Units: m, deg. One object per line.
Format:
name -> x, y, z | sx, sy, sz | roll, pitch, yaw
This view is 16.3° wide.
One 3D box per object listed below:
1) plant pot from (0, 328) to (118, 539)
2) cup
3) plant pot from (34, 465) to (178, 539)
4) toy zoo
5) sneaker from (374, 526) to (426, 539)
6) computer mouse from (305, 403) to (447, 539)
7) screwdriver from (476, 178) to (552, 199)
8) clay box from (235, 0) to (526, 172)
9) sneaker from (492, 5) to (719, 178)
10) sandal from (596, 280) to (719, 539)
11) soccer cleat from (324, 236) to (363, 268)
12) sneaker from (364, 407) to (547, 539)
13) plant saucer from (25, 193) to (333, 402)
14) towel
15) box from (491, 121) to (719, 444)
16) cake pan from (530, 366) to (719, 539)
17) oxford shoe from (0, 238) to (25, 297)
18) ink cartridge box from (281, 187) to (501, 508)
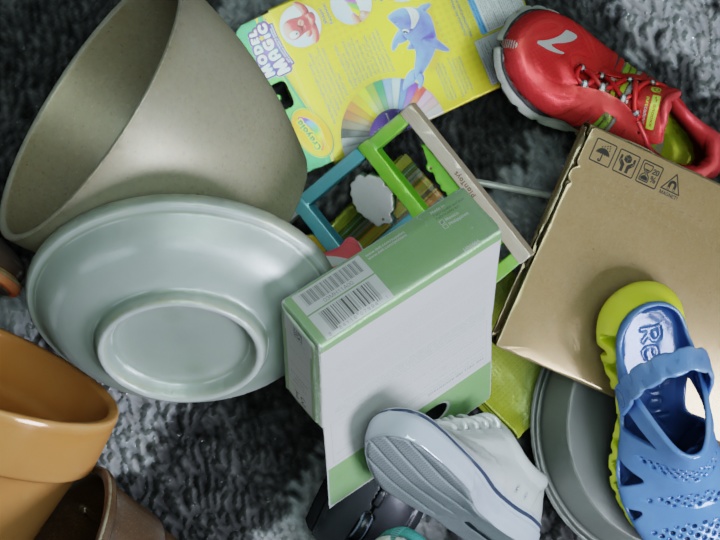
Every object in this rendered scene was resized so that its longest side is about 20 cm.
plant pot -> -0.270, 0.116, 1.586 | 0.199, 0.200, 0.141 | 22, 99, -11
cup -> -0.119, -0.071, 1.629 | 0.143, 0.200, 0.201 | 32, 81, -22
plant pot -> -0.136, 0.261, 1.609 | 0.198, 0.200, 0.201 | 33, 81, -18
toy zoo -> 0.000, 0.000, 1.693 | 0.200, 0.020, 0.131 | -40, 87, 13
sneaker -> 0.073, 0.234, 1.697 | 0.200, 0.077, 0.080 | 48, 52, -30
computer mouse -> 0.030, 0.173, 1.715 | 0.140, 0.046, 0.201 | 34, 81, -9
screwdriver -> 0.167, -0.046, 1.762 | 0.199, 0.029, 0.028 | 11, 85, -17
clay box -> 0.017, -0.152, 1.727 | 0.199, 0.048, 0.115 | -25, 95, -12
sneaker -> 0.176, -0.120, 1.715 | 0.200, 0.085, 0.077 | 30, 75, -33
sandal -> 0.206, 0.112, 1.675 | 0.079, 0.087, 0.201 | -19, 109, -8
soccer cleat -> -0.085, 0.030, 1.674 | 0.199, 0.068, 0.074 | -12, 54, 14
sneaker -> 0.064, 0.125, 1.669 | 0.073, 0.200, 0.071 | 0, 64, 29
plant saucer -> -0.112, 0.033, 1.578 | 0.199, 0.201, 0.050 | 10, 51, -12
towel -> 0.068, 0.019, 1.746 | 0.086, 0.018, 0.200 | -45, 97, -10
box -> 0.206, 0.013, 1.713 | 0.199, 0.021, 0.164 | 23, 93, -17
cake pan -> 0.217, 0.108, 1.758 | 0.199, 0.037, 0.202 | 1, 88, -17
oxford shoe -> -0.283, -0.067, 1.645 | 0.200, 0.071, 0.073 | 46, 74, -7
ink cartridge box -> 0.021, 0.052, 1.619 | 0.145, 0.200, 0.048 | -33, 63, -20
